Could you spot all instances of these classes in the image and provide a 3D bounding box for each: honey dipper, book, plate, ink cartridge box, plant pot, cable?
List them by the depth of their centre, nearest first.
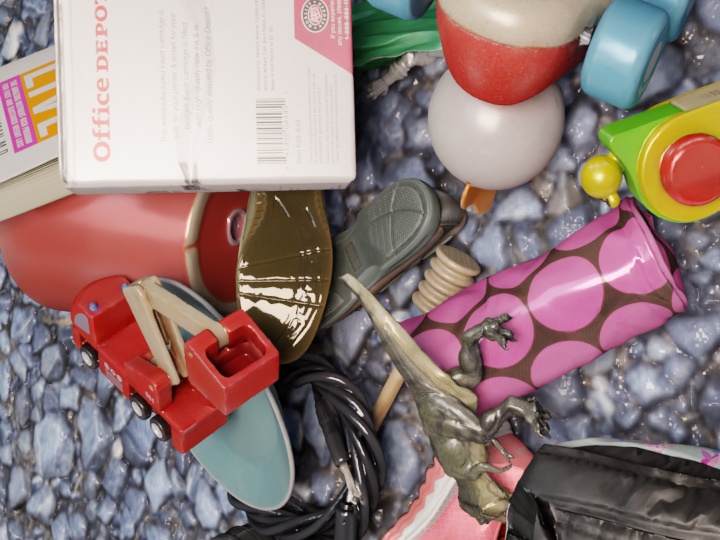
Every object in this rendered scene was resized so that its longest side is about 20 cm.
[{"bbox_3d":[-0.105,-0.129,0.742,0.196,0.085,0.149,-1,91,-7],"label":"ink cartridge box"},{"bbox_3d":[0.030,0.075,0.819,0.038,0.038,0.202,41,114,33],"label":"honey dipper"},{"bbox_3d":[-0.109,0.091,0.821,0.199,0.025,0.203,35,140,35],"label":"plate"},{"bbox_3d":[-0.232,-0.121,0.831,0.197,0.048,0.135,-24,53,-6],"label":"book"},{"bbox_3d":[-0.058,0.137,0.850,0.199,0.050,0.166,26,119,46],"label":"cable"},{"bbox_3d":[-0.171,-0.047,0.899,0.175,0.200,0.204,11,93,27],"label":"plant pot"}]

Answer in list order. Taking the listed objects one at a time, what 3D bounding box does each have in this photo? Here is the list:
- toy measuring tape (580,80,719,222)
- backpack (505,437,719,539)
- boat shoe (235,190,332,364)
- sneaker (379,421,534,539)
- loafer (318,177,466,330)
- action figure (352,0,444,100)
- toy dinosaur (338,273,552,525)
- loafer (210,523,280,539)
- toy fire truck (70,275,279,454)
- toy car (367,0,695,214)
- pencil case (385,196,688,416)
[{"bbox_3d":[0.227,-0.077,0.637,0.197,0.074,0.075,-20,72,3],"label":"toy measuring tape"},{"bbox_3d":[0.182,0.178,0.626,0.197,0.127,0.169,13,73,27],"label":"backpack"},{"bbox_3d":[-0.058,-0.030,0.815,0.072,0.063,0.205,-2,81,-3],"label":"boat shoe"},{"bbox_3d":[0.065,0.201,0.756,0.087,0.073,0.202,39,110,32],"label":"sneaker"},{"bbox_3d":[0.000,0.000,0.834,0.199,0.062,0.073,-33,62,35],"label":"loafer"},{"bbox_3d":[0.016,-0.175,0.822,0.197,0.055,0.119,-4,43,24],"label":"action figure"},{"bbox_3d":[0.066,0.078,0.669,0.087,0.047,0.202,-24,101,28],"label":"toy dinosaur"},{"bbox_3d":[-0.061,0.293,0.848,0.068,0.070,0.202,-49,59,24],"label":"loafer"},{"bbox_3d":[-0.141,0.053,0.764,0.199,0.048,0.143,39,143,28],"label":"toy fire truck"},{"bbox_3d":[0.104,-0.133,0.724,0.182,0.177,0.202,25,135,16],"label":"toy car"},{"bbox_3d":[0.115,0.027,0.711,0.198,0.094,0.092,-27,103,22],"label":"pencil case"}]
